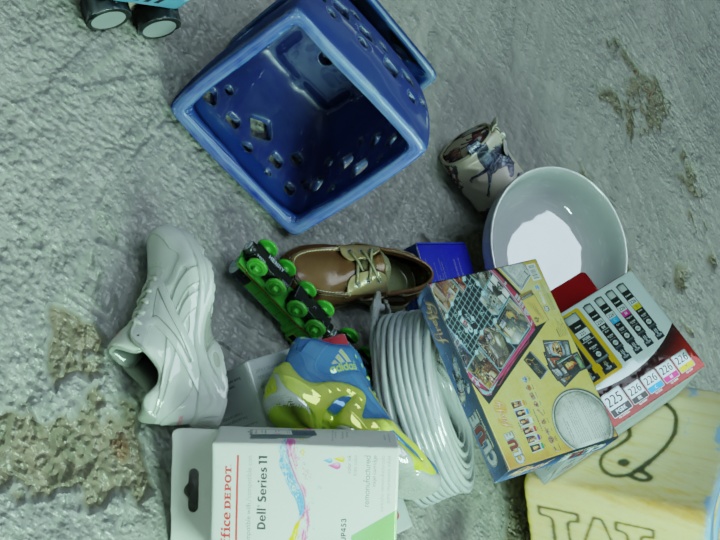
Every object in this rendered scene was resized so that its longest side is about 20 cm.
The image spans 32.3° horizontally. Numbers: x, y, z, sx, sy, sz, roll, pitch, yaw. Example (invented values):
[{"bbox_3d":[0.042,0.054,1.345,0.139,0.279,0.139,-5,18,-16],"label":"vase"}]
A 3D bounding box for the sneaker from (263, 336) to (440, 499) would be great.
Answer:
[{"bbox_3d":[0.004,0.128,1.144,0.199,0.075,0.106,37,46,-26],"label":"sneaker"}]

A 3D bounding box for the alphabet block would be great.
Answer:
[{"bbox_3d":[0.310,0.253,1.385,0.196,0.197,0.198,-55,144,-46],"label":"alphabet block"}]

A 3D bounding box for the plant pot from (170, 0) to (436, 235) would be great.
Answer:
[{"bbox_3d":[-0.046,-0.193,1.300,0.200,0.199,0.181,45,37,-20],"label":"plant pot"}]

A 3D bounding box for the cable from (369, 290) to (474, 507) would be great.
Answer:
[{"bbox_3d":[0.068,0.139,1.288,0.201,0.068,0.202,-86,158,-54],"label":"cable"}]

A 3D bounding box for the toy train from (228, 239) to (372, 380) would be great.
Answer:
[{"bbox_3d":[-0.059,0.047,1.261,0.200,0.056,0.042,47,42,-22],"label":"toy train"}]

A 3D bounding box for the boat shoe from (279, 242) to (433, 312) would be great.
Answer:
[{"bbox_3d":[0.000,0.000,1.335,0.198,0.073,0.077,3,68,-46],"label":"boat shoe"}]

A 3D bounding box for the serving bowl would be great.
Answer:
[{"bbox_3d":[0.226,-0.020,1.508,0.198,0.066,0.203,6,76,-25],"label":"serving bowl"}]

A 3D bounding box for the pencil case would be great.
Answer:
[{"bbox_3d":[0.191,-0.093,1.575,0.200,0.089,0.078,50,35,-17],"label":"pencil case"}]

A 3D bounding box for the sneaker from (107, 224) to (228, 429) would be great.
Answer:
[{"bbox_3d":[-0.181,0.047,1.121,0.098,0.078,0.202,-1,60,-26],"label":"sneaker"}]

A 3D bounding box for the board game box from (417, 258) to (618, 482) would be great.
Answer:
[{"bbox_3d":[0.153,0.094,1.225,0.134,0.035,0.202,-11,67,-27],"label":"board game box"}]

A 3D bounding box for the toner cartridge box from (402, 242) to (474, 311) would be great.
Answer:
[{"bbox_3d":[0.106,0.069,1.437,0.094,0.043,0.203,-1,71,-46],"label":"toner cartridge box"}]

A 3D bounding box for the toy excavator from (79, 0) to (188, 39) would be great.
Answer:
[{"bbox_3d":[-0.211,-0.318,1.176,0.193,0.199,0.101,-3,71,-47],"label":"toy excavator"}]

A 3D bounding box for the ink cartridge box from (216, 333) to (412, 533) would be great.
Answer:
[{"bbox_3d":[-0.051,0.179,1.182,0.145,0.082,0.202,-13,80,-49],"label":"ink cartridge box"}]

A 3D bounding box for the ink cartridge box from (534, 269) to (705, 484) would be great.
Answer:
[{"bbox_3d":[0.228,0.094,1.319,0.199,0.084,0.176,-29,71,-22],"label":"ink cartridge box"}]

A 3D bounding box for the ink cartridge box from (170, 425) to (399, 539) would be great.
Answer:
[{"bbox_3d":[-0.068,0.197,1.056,0.067,0.197,0.119,-96,-173,-85],"label":"ink cartridge box"}]
